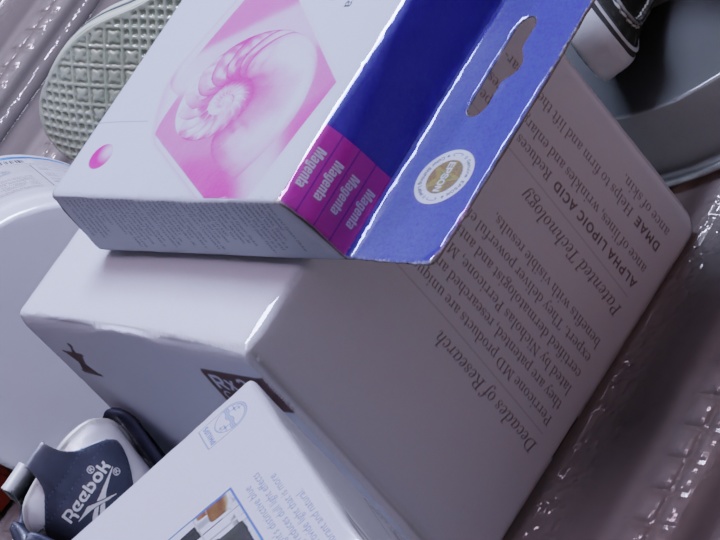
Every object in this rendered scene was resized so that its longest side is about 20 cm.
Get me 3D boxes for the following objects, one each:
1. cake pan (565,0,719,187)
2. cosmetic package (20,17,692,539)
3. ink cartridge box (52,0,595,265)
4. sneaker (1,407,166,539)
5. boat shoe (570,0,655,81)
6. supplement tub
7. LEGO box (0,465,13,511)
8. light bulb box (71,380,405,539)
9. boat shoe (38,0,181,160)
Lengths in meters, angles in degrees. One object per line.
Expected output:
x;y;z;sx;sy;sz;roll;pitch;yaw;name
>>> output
0.154;-0.123;1.206;0.200;0.037;0.201;-28;36;22;cake pan
0.000;0.000;1.111;0.165;0.165;0.200;7;57;51;cosmetic package
-0.005;-0.092;1.033;0.200;0.043;0.197;2;52;47;ink cartridge box
-0.081;0.120;1.093;0.080;0.130;0.199;-53;34;-13;sneaker
0.115;-0.164;1.195;0.064;0.071;0.200;-29;33;22;boat shoe
-0.152;0.018;1.244;0.132;0.132;0.200;-45;16;-4;supplement tub
-0.289;0.122;1.361;0.149;0.077;0.200;-52;34;-14;LEGO box
-0.037;0.187;0.906;0.200;0.198;0.125;-41;31;0;light bulb box
-0.086;-0.124;1.326;0.200;0.075;0.062;-42;-3;26;boat shoe
